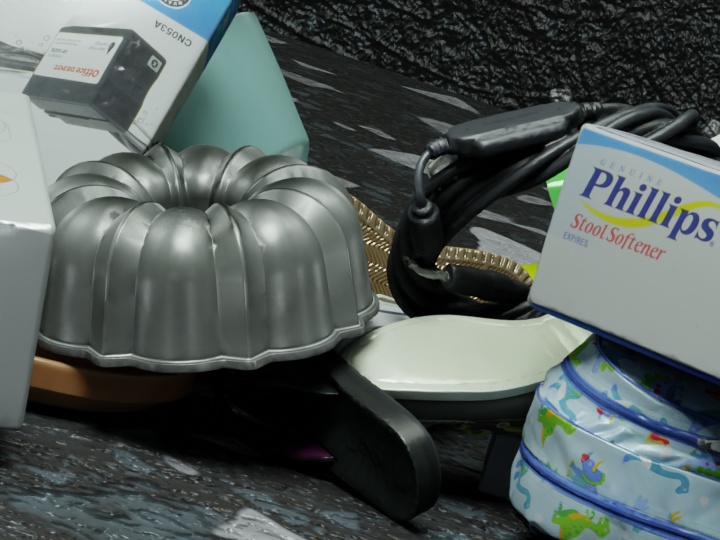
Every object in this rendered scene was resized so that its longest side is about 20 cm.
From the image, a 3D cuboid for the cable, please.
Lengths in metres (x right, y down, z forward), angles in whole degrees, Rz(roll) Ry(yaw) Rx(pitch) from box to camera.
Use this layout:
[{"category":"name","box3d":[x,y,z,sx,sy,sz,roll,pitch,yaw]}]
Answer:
[{"category":"cable","box3d":[0.114,-0.025,1.409,0.199,0.164,0.051,-14,44,-15]}]

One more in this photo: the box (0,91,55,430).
[{"category":"box","box3d":[-0.237,-0.017,1.248,0.151,0.107,0.200,7,21,-13]}]

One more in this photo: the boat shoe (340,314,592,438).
[{"category":"boat shoe","box3d":[0.079,0.062,1.400,0.201,0.061,0.072,-6,38,-25]}]

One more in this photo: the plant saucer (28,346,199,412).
[{"category":"plant saucer","box3d":[-0.186,0.035,1.391,0.199,0.033,0.200,16,10,-3]}]

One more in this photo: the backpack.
[{"category":"backpack","box3d":[0.179,0.114,1.332,0.199,0.155,0.163,5,15,10]}]

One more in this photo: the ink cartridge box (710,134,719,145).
[{"category":"ink cartridge box","box3d":[0.261,0.029,1.504,0.199,0.147,0.083,26,28,25]}]

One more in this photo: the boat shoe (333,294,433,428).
[{"category":"boat shoe","box3d":[0.006,0.046,1.470,0.066,0.072,0.200,38,13,25]}]

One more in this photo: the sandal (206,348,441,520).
[{"category":"sandal","box3d":[-0.036,0.072,1.352,0.048,0.076,0.200,-22,33,-31]}]

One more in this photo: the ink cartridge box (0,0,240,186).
[{"category":"ink cartridge box","box3d":[-0.179,-0.114,1.493,0.145,0.201,0.084,30,-11,-3]}]

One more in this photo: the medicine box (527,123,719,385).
[{"category":"medicine box","box3d":[0.222,0.010,1.321,0.182,0.104,0.199,23,8,42]}]

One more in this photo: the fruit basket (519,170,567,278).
[{"category":"fruit basket","box3d":[0.155,0.029,1.669,0.215,0.217,0.155,20,10,15]}]

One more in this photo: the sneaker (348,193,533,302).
[{"category":"sneaker","box3d":[0.000,0.000,1.563,0.199,0.071,0.108,19,-8,-17]}]

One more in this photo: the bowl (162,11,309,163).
[{"category":"bowl","box3d":[-0.111,-0.065,1.681,0.105,0.201,0.201,48,15,6]}]

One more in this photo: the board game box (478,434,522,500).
[{"category":"board game box","box3d":[0.176,0.106,1.508,0.199,0.041,0.200,17,19,1]}]

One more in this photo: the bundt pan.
[{"category":"bundt pan","box3d":[-0.088,-0.016,1.357,0.200,0.076,0.202,0,18,0]}]
